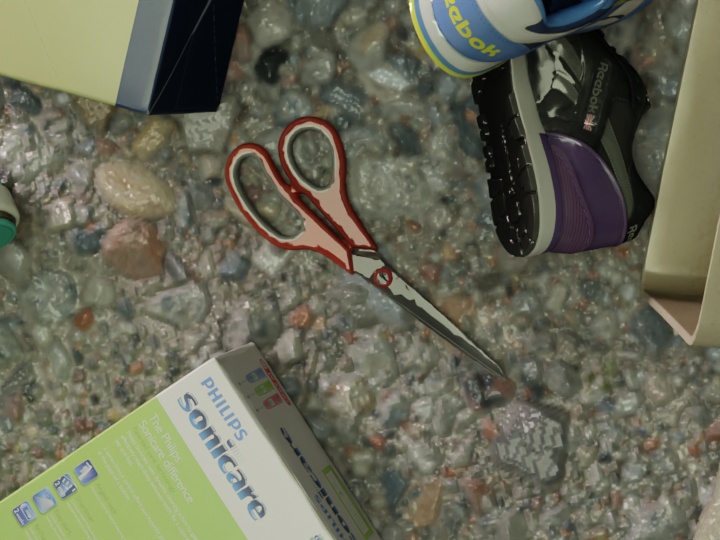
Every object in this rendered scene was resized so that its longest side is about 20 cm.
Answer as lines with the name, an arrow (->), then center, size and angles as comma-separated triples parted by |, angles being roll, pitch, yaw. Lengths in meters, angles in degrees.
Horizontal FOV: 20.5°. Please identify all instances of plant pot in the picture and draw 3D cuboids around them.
plant pot -> 0.257, -0.057, 1.006 | 0.177, 0.200, 0.200 | 11, 97, -2

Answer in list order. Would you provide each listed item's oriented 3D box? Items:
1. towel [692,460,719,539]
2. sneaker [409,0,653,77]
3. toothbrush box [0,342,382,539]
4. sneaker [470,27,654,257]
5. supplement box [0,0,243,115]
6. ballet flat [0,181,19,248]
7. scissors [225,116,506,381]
towel -> 0.290, 0.126, 1.085 | 0.200, 0.034, 0.133 | 15, 96, 10
sneaker -> 0.119, -0.161, 1.027 | 0.074, 0.200, 0.082 | 58, 146, -3
toothbrush box -> -0.112, 0.157, 1.146 | 0.200, 0.086, 0.146 | -35, 87, 13
sneaker -> 0.111, -0.108, 1.096 | 0.087, 0.076, 0.200 | -5, 84, -18
supplement box -> -0.167, -0.205, 1.101 | 0.200, 0.134, 0.200 | 16, 98, 10
ballet flat -> -0.294, -0.004, 1.189 | 0.200, 0.069, 0.069 | -31, 88, 9
scissors -> 0.000, 0.000, 1.148 | 0.073, 0.014, 0.200 | -36, 88, 10
